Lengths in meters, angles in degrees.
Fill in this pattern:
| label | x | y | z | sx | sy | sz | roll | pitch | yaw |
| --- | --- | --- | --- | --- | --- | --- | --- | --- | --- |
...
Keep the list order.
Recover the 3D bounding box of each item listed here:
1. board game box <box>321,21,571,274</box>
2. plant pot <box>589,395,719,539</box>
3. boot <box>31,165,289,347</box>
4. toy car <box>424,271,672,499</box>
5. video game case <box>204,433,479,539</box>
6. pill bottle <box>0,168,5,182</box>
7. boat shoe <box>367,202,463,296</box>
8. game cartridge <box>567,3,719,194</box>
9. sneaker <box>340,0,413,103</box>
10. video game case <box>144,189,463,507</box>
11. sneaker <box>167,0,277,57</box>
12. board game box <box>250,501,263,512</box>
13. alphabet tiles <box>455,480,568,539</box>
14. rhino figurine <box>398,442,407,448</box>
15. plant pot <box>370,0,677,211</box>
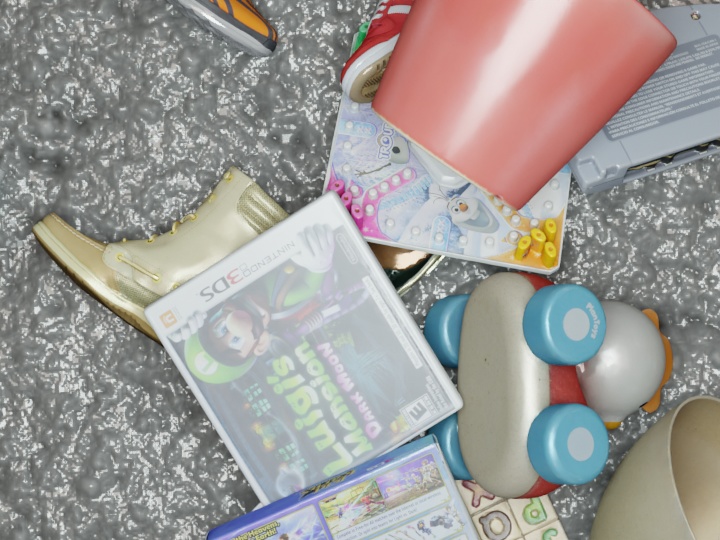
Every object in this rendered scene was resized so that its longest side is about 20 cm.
| label | x | y | z | sx | sy | sz | roll | pitch | yaw |
| --- | --- | --- | --- | --- | --- | --- | --- | --- | --- |
| board game box | 0.077 | -0.105 | 1.502 | 0.198 | 0.026 | 0.202 | 10 | 61 | 1 |
| plant pot | 0.259 | 0.219 | 1.453 | 0.134 | 0.200 | 0.201 | -35 | 86 | 34 |
| boot | -0.156 | -0.027 | 1.517 | 0.199 | 0.073 | 0.156 | 34 | 83 | 9 |
| toy car | 0.180 | 0.092 | 1.481 | 0.198 | 0.184 | 0.179 | 1 | 85 | -28 |
| video game case | 0.003 | 0.251 | 1.440 | 0.198 | 0.045 | 0.183 | -23 | 98 | 1 |
| pill bottle | -0.380 | -0.018 | 1.494 | 0.113 | 0.114 | 0.201 | 30 | 87 | 2 |
| boat shoe | 0.000 | 0.000 | 1.514 | 0.199 | 0.068 | 0.075 | -35 | 86 | -2 |
| game cartridge | 0.243 | -0.149 | 1.506 | 0.198 | 0.041 | 0.134 | -17 | 68 | -15 |
| sneaker | 0.029 | -0.223 | 1.505 | 0.112 | 0.071 | 0.200 | 44 | 59 | 12 |
| video game case | -0.045 | 0.069 | 1.451 | 0.181 | 0.023 | 0.201 | -31 | 95 | 8 |
| sneaker | -0.129 | -0.273 | 1.530 | 0.199 | 0.078 | 0.112 | 39 | 88 | 3 |
| board game box | -0.051 | 0.303 | 1.500 | 0.200 | 0.045 | 0.135 | 44 | 90 | 4 |
| alphabet tiles | 0.083 | 0.265 | 1.525 | 0.198 | 0.008 | 0.169 | -25 | 86 | -2 |
| rhino figurine | 0.000 | 0.120 | 1.496 | 0.086 | 0.060 | 0.203 | -3 | 99 | 0 |
| plant pot | 0.113 | -0.157 | 1.398 | 0.199 | 0.200 | 0.178 | 34 | 96 | 3 |
